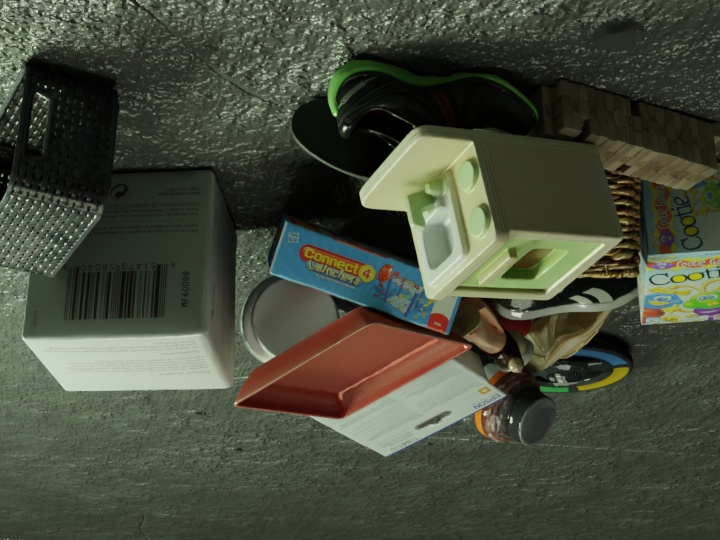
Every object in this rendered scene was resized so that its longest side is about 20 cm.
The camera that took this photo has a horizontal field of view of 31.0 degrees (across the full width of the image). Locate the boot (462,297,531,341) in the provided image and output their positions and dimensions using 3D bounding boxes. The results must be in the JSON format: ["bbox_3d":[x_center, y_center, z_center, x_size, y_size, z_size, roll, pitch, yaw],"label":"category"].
[{"bbox_3d":[0.171,0.030,1.617,0.199,0.073,0.144,23,147,-34],"label":"boot"}]

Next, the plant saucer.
[{"bbox_3d":[-0.009,0.099,1.409,0.199,0.037,0.199,-31,153,27],"label":"plant saucer"}]

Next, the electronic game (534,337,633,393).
[{"bbox_3d":[0.298,0.141,1.897,0.198,0.042,0.200,1,157,0],"label":"electronic game"}]

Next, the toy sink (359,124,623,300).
[{"bbox_3d":[0.118,-0.046,1.201,0.199,0.113,0.130,4,150,-29],"label":"toy sink"}]

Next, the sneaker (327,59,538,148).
[{"bbox_3d":[0.067,-0.140,1.208,0.198,0.084,0.077,4,157,-7],"label":"sneaker"}]

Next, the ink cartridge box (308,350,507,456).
[{"bbox_3d":[0.044,0.141,1.572,0.196,0.044,0.200,-30,139,26],"label":"ink cartridge box"}]

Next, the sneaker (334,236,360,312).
[{"bbox_3d":[-0.017,0.019,1.591,0.085,0.078,0.200,-4,155,28],"label":"sneaker"}]

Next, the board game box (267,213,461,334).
[{"bbox_3d":[0.000,0.000,1.404,0.195,0.056,0.200,19,-177,-7],"label":"board game box"}]

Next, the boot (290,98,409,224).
[{"bbox_3d":[0.003,-0.097,1.334,0.199,0.070,0.174,21,163,-13],"label":"boot"}]

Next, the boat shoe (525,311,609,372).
[{"bbox_3d":[0.278,0.059,1.684,0.069,0.074,0.200,-15,157,-38],"label":"boat shoe"}]

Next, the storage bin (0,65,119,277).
[{"bbox_3d":[-0.312,-0.092,1.264,0.093,0.136,0.200,13,154,-26],"label":"storage bin"}]

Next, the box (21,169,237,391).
[{"bbox_3d":[-0.244,0.015,1.428,0.197,0.201,0.172,-2,154,4],"label":"box"}]

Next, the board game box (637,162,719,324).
[{"bbox_3d":[0.360,-0.026,1.433,0.102,0.106,0.200,-4,157,9],"label":"board game box"}]

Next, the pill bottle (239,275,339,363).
[{"bbox_3d":[-0.083,0.060,1.517,0.112,0.114,0.200,4,175,-7],"label":"pill bottle"}]

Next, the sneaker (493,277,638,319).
[{"bbox_3d":[0.255,-0.010,1.518,0.199,0.073,0.112,-13,133,-15],"label":"sneaker"}]

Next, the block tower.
[{"bbox_3d":[0.258,-0.129,1.262,0.199,0.058,0.054,10,155,-22],"label":"block tower"}]

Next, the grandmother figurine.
[{"bbox_3d":[0.157,0.078,1.553,0.060,0.122,0.200,-39,150,12],"label":"grandmother figurine"}]

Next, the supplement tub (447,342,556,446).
[{"bbox_3d":[0.171,0.164,1.765,0.200,0.107,0.107,28,180,45],"label":"supplement tub"}]

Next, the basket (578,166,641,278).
[{"bbox_3d":[0.196,-0.073,1.386,0.198,0.150,0.143,-2,-171,6],"label":"basket"}]
